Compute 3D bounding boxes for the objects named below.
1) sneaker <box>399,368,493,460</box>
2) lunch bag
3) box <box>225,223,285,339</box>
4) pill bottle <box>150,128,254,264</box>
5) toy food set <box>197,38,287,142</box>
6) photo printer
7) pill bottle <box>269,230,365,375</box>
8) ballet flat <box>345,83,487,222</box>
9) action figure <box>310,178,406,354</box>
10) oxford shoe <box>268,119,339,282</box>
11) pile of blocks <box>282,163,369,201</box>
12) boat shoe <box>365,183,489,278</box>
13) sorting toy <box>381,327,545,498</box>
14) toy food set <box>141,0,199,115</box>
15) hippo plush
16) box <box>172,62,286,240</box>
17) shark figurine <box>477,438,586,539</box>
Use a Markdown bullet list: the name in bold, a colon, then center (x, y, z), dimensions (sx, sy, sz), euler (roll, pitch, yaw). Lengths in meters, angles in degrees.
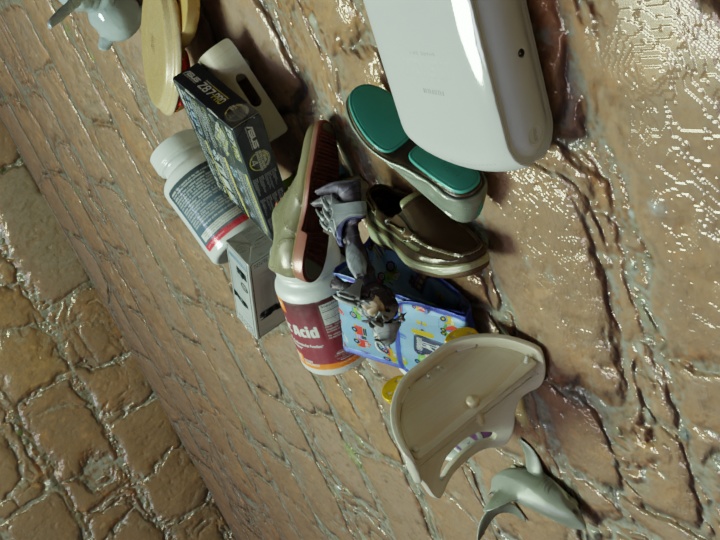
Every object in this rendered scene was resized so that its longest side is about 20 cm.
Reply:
- **sneaker**: center (0.090, 0.174, 1.236), dimensions (0.200, 0.114, 0.073), euler (35, 150, 42)
- **lunch bag**: center (0.075, 0.065, 1.185), dimensions (0.199, 0.094, 0.151), euler (26, 142, 29)
- **box**: center (-0.141, 0.007, 1.460), dimensions (0.060, 0.116, 0.200), euler (43, 154, 27)
- **pill bottle**: center (-0.241, -0.121, 1.487), dimensions (0.200, 0.119, 0.120), euler (53, 156, 8)
- **toy food set**: center (-0.169, -0.229, 1.302), dimensions (0.144, 0.060, 0.200), euler (56, 164, -6)
- **photo printer**: center (0.087, -0.184, 0.837), dimensions (0.166, 0.069, 0.201), euler (24, 140, 51)
- **pill bottle**: center (-0.058, 0.043, 1.349), dimensions (0.114, 0.114, 0.201), euler (29, 145, 46)
- **ballet flat**: center (0.054, -0.120, 0.990), dimensions (0.200, 0.067, 0.064), euler (44, 161, 27)
- **action figure**: center (0.000, 0.000, 1.068), dimensions (0.130, 0.069, 0.201), euler (43, -152, -81)
- **oxford shoe**: center (-0.077, -0.089, 1.154), dimensions (0.074, 0.201, 0.070), euler (8, 176, 29)
- **pile of blocks**: center (-0.065, -0.105, 1.239), dimensions (0.200, 0.062, 0.082), euler (3, 123, 61)
- **boat shoe**: center (0.064, -0.051, 1.049), dimensions (0.202, 0.075, 0.075), euler (24, 135, 51)
- **sorting toy**: center (0.117, 0.183, 1.098), dimensions (0.107, 0.200, 0.180), euler (37, 154, 43)
- **toy food set**: center (-0.268, -0.319, 1.305), dimensions (0.198, 0.048, 0.201), euler (-138, 47, -58)
- **hippo plush**: center (-0.375, -0.424, 1.381), dimensions (0.161, 0.159, 0.200), euler (37, -162, -55)
- **box**: center (-0.167, -0.157, 1.245), dimensions (0.161, 0.049, 0.200), euler (44, 160, 40)
- **shark figurine**: center (0.193, 0.302, 1.238), dimensions (0.128, 0.089, 0.214), euler (57, 155, 2)
